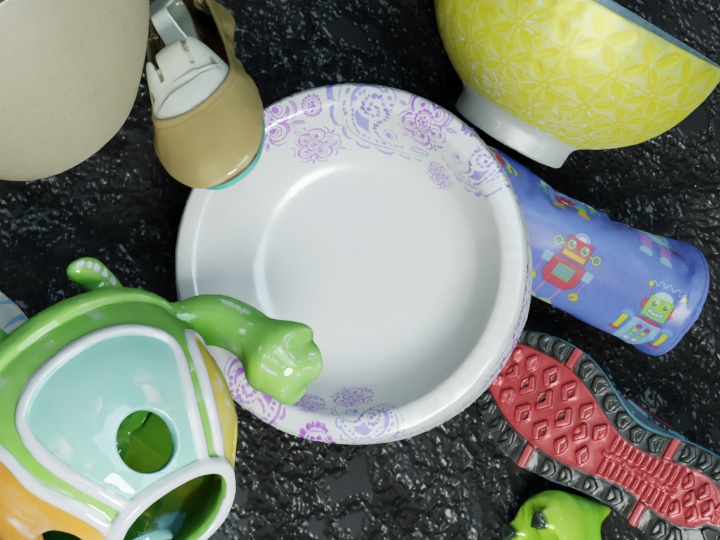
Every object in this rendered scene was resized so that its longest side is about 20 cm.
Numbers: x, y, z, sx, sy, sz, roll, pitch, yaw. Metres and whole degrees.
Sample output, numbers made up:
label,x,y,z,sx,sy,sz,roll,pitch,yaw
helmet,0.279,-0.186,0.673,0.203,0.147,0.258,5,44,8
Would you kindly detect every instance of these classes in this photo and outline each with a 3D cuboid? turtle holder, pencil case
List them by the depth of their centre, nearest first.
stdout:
label,x,y,z,sx,sy,sz,roll,pitch,yaw
turtle holder,-0.119,0.086,0.934,0.185,0.142,0.132,-8,40,-46
pencil case,0.124,-0.018,1.146,0.199,0.087,0.078,26,108,-16

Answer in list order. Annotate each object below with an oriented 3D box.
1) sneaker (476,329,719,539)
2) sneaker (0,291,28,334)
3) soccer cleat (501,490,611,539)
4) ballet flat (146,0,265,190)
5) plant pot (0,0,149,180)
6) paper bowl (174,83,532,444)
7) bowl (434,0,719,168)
label,x,y,z,sx,sy,sz,roll,pitch,yaw
sneaker,0.154,0.114,1.127,0.200,0.096,0.079,38,90,13
sneaker,-0.259,0.081,0.943,0.072,0.072,0.200,35,64,24
soccer cleat,0.138,0.233,1.085,0.081,0.067,0.201,6,71,-37
ballet flat,-0.100,-0.112,1.018,0.068,0.200,0.063,-31,121,6
plant pot,-0.195,-0.128,0.979,0.201,0.199,0.135,-53,135,-28
paper bowl,0.000,0.000,1.036,0.199,0.104,0.202,-1,83,8
bowl,0.119,-0.132,1.144,0.199,0.200,0.108,27,104,-16
